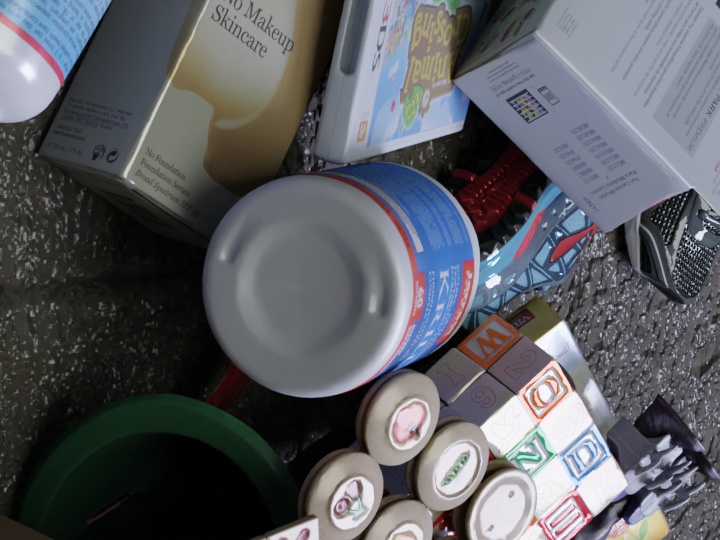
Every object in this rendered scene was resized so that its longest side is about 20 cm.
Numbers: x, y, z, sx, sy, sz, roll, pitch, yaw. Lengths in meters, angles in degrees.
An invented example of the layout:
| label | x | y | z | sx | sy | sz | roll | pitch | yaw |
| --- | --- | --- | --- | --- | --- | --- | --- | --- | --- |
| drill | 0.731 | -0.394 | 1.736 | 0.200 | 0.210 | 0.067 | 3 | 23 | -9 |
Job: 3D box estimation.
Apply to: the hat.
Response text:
| label | x | y | z | sx | sy | sz | roll | pitch | yaw |
| --- | --- | --- | --- | --- | --- | --- | --- | --- | --- |
| hat | -0.073 | 0.126 | 1.514 | 0.200 | 0.166 | 0.176 | -44 | 176 | 19 |

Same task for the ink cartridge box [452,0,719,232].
| label | x | y | z | sx | sy | sz | roll | pitch | yaw |
| --- | --- | --- | --- | --- | --- | --- | --- | --- | --- |
| ink cartridge box | 0.176 | -0.129 | 1.622 | 0.176 | 0.084 | 0.200 | 44 | 53 | -14 |

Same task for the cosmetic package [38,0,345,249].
| label | x | y | z | sx | sy | sz | roll | pitch | yaw |
| --- | --- | --- | --- | --- | --- | --- | --- | --- | --- |
| cosmetic package | -0.074 | -0.121 | 1.452 | 0.105 | 0.071 | 0.201 | 33 | 77 | -46 |

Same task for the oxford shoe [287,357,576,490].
| label | x | y | z | sx | sy | sz | roll | pitch | yaw |
| --- | --- | --- | --- | --- | --- | --- | --- | --- | --- |
| oxford shoe | 0.034 | 0.104 | 1.591 | 0.199 | 0.072 | 0.071 | -23 | 158 | -23 |

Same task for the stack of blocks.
| label | x | y | z | sx | sy | sz | roll | pitch | yaw |
| --- | --- | --- | --- | --- | --- | --- | --- | --- | --- |
| stack of blocks | 0.039 | 0.136 | 1.510 | 0.200 | 0.059 | 0.115 | -42 | 132 | -10 |

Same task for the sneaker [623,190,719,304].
| label | x | y | z | sx | sy | sz | roll | pitch | yaw |
| --- | --- | --- | --- | --- | --- | --- | --- | --- | --- |
| sneaker | 0.236 | -0.075 | 1.774 | 0.080 | 0.086 | 0.201 | 18 | 89 | -45 |

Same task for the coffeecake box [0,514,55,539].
| label | x | y | z | sx | sy | sz | roll | pitch | yaw |
| --- | --- | --- | --- | --- | --- | --- | --- | --- | --- |
| coffeecake box | -0.156 | 0.243 | 1.413 | 0.073 | 0.153 | 0.201 | -26 | 120 | -38 |

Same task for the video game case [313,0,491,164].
| label | x | y | z | sx | sy | sz | roll | pitch | yaw |
| --- | --- | --- | --- | --- | --- | --- | --- | --- | --- |
| video game case | 0.036 | -0.157 | 1.522 | 0.200 | 0.022 | 0.183 | -22 | 126 | -68 |

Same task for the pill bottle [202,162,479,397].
| label | x | y | z | sx | sy | sz | roll | pitch | yaw |
| --- | --- | --- | --- | --- | --- | --- | --- | --- | --- |
| pill bottle | 0.000 | 0.000 | 1.462 | 0.200 | 0.111 | 0.113 | -18 | 117 | -71 |

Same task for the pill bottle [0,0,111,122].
| label | x | y | z | sx | sy | sz | roll | pitch | yaw |
| --- | --- | --- | --- | --- | --- | --- | --- | --- | --- |
| pill bottle | -0.172 | -0.143 | 1.318 | 0.109 | 0.108 | 0.201 | 42 | 70 | -44 |

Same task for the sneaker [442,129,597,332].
| label | x | y | z | sx | sy | sz | roll | pitch | yaw |
| --- | --- | --- | --- | --- | --- | --- | --- | --- | --- |
| sneaker | 0.104 | -0.037 | 1.675 | 0.200 | 0.079 | 0.096 | -37 | 143 | -28 |

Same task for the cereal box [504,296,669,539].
| label | x | y | z | sx | sy | sz | roll | pitch | yaw |
| --- | --- | --- | --- | --- | --- | --- | --- | --- | --- |
| cereal box | 0.094 | 0.130 | 1.692 | 0.143 | 0.040 | 0.201 | -35 | 127 | -8 |

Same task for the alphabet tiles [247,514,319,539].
| label | x | y | z | sx | sy | sz | roll | pitch | yaw |
| --- | --- | --- | --- | --- | --- | --- | --- | --- | --- |
| alphabet tiles | -0.057 | 0.226 | 1.380 | 0.166 | 0.006 | 0.202 | -19 | 118 | -38 |

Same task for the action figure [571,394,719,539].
| label | x | y | z | sx | sy | sz | roll | pitch | yaw |
| --- | --- | --- | --- | --- | --- | --- | --- | --- | --- |
| action figure | 0.118 | 0.158 | 1.653 | 0.200 | 0.069 | 0.130 | -39 | 137 | 0 |

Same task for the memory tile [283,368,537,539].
| label | x | y | z | sx | sy | sz | roll | pitch | yaw |
| --- | --- | --- | --- | --- | --- | --- | --- | --- | --- |
| memory tile | 0.003 | 0.160 | 1.428 | 0.201 | 0.017 | 0.153 | -54 | 135 | -10 |
